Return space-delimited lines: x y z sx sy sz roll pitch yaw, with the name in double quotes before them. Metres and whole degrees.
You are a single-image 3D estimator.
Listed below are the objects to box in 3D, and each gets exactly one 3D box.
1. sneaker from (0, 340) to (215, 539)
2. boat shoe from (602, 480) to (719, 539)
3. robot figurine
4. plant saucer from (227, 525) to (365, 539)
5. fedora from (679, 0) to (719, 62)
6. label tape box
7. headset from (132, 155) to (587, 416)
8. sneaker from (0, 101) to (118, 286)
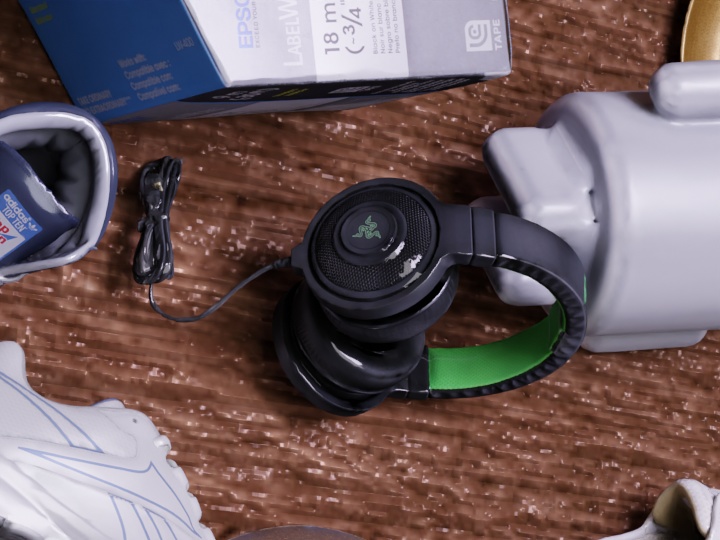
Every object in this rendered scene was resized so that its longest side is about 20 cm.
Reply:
"sneaker" -0.097 0.102 0.940 0.200 0.074 0.087 36 60 -10
"boat shoe" 0.165 0.134 1.087 0.199 0.071 0.070 -13 95 -29
"robot figurine" 0.152 -0.028 1.071 0.199 0.170 0.113 -2 44 -20
"plant saucer" -0.023 0.213 1.008 0.200 0.032 0.201 3 83 -28
"fedora" 0.257 -0.094 1.163 0.200 0.082 0.201 3 85 -29
"label tape box" -0.060 -0.099 0.951 0.199 0.144 0.064 -5 90 -29
"headset" 0.000 0.000 1.001 0.199 0.124 0.094 6 56 -12
"sneaker" -0.175 0.007 0.895 0.070 0.108 0.200 48 65 -16
